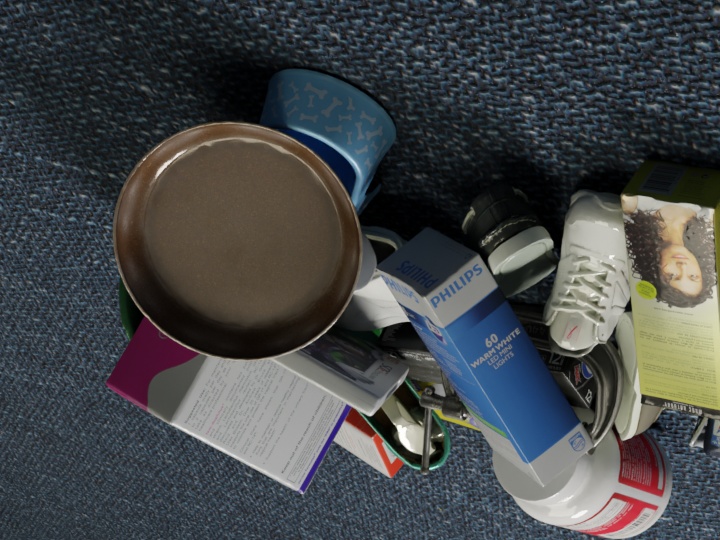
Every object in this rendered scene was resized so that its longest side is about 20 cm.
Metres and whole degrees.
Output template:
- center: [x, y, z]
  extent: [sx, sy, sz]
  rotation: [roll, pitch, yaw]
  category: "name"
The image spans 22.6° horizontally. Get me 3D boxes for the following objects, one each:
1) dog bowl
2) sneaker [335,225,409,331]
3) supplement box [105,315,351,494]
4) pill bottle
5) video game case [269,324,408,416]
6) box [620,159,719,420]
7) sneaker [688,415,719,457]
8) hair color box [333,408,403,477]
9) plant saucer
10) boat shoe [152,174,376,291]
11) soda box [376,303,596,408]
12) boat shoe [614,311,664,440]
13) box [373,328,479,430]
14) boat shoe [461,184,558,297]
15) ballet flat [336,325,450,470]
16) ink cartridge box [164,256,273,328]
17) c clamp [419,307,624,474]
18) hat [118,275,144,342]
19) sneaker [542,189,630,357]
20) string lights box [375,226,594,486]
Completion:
- center: [-0.037, -0.090, 1.468]
  extent: [0.111, 0.050, 0.200]
  rotation: [24, 156, 2]
  category: "dog bowl"
- center: [0.000, 0.000, 1.571]
  extent: [0.116, 0.074, 0.200]
  rotation: [32, 159, -34]
  category: "sneaker"
- center: [-0.117, 0.113, 1.636]
  extent: [0.101, 0.103, 0.200]
  rotation: [25, 174, 42]
  category: "supplement box"
- center: [0.203, 0.183, 1.659]
  extent: [0.112, 0.112, 0.200]
  rotation: [9, 172, 33]
  category: "pill bottle"
- center: [-0.058, 0.057, 1.580]
  extent: [0.200, 0.023, 0.182]
  rotation: [29, -171, 6]
  category: "video game case"
- center: [0.242, 0.017, 1.335]
  extent: [0.075, 0.050, 0.200]
  rotation: [10, 131, 29]
  category: "box"
- center: [0.297, 0.081, 1.426]
  extent: [0.070, 0.109, 0.200]
  rotation: [11, 153, 28]
  category: "sneaker"
- center: [-0.037, 0.121, 1.835]
  extent: [0.200, 0.061, 0.102]
  rotation: [31, 161, 27]
  category: "hair color box"
- center: [-0.096, -0.025, 1.429]
  extent: [0.200, 0.200, 0.032]
  rotation: [26, -160, -3]
  category: "plant saucer"
- center: [-0.081, -0.040, 1.481]
  extent: [0.200, 0.070, 0.066]
  rotation: [22, 179, -5]
  category: "boat shoe"
- center: [0.120, 0.070, 1.633]
  extent: [0.200, 0.063, 0.071]
  rotation: [8, 152, 35]
  category: "soda box"
- center: [0.249, 0.089, 1.539]
  extent: [0.060, 0.072, 0.202]
  rotation: [-12, 154, -5]
  category: "boat shoe"
- center: [0.099, 0.109, 1.758]
  extent: [0.200, 0.048, 0.117]
  rotation: [18, 155, 22]
  category: "box"
- center: [0.118, -0.021, 1.453]
  extent: [0.060, 0.076, 0.200]
  rotation: [62, 172, 12]
  category: "boat shoe"
- center: [0.021, 0.115, 1.700]
  extent: [0.200, 0.067, 0.070]
  rotation: [48, 176, -20]
  category: "ballet flat"
- center: [-0.100, -0.010, 1.566]
  extent: [0.109, 0.050, 0.200]
  rotation: [27, -168, -5]
  category: "ink cartridge box"
- center: [0.137, 0.109, 1.558]
  extent: [0.200, 0.027, 0.171]
  rotation: [6, 110, 30]
  category: "c clamp"
- center: [-0.206, 0.033, 1.746]
  extent: [0.176, 0.166, 0.200]
  rotation: [-1, 145, 45]
  category: "hat"
- center: [0.184, 0.012, 1.403]
  extent: [0.078, 0.099, 0.200]
  rotation: [19, 156, 13]
  category: "sneaker"
- center: [0.100, 0.069, 1.445]
  extent: [0.200, 0.059, 0.103]
  rotation: [57, 170, -24]
  category: "string lights box"
